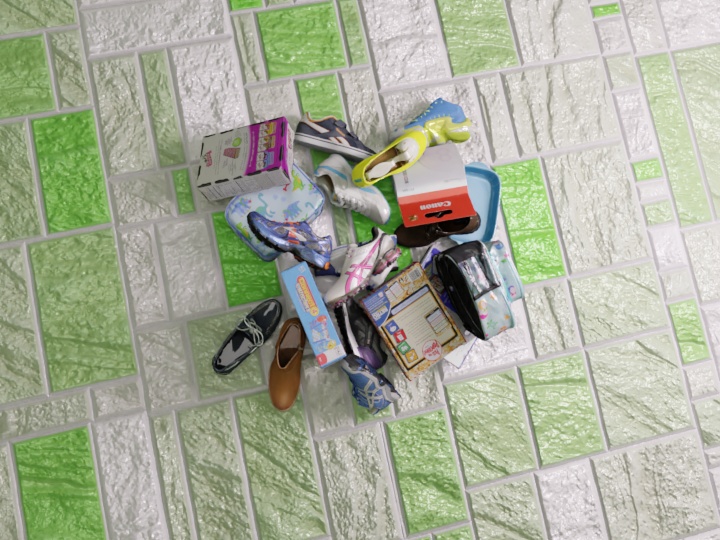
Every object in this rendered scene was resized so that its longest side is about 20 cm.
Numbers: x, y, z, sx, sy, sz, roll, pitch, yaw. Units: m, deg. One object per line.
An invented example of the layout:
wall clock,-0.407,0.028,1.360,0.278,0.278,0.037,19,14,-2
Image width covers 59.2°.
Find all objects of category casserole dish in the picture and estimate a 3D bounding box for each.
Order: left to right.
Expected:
casserole dish,0.254,-0.145,1.449,0.119,0.039,0.204,10,81,-5

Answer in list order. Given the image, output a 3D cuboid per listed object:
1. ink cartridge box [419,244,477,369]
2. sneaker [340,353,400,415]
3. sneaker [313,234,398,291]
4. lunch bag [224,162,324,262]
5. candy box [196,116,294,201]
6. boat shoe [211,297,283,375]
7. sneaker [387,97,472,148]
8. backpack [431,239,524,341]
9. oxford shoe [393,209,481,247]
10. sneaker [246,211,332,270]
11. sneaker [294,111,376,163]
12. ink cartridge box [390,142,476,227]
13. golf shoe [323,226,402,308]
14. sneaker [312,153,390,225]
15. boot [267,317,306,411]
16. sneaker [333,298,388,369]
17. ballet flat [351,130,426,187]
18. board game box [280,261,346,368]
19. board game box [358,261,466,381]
ink cartridge box,0.185,0.081,1.410,0.198,0.043,0.200,35,81,-1
sneaker,0.013,0.242,1.314,0.077,0.076,0.200,-43,133,-1
sneaker,0.001,0.000,1.382,0.196,0.081,0.117,-15,83,-9
lunch bag,-0.187,-0.136,1.377,0.161,0.082,0.200,43,81,-1
candy box,-0.241,-0.234,1.338,0.196,0.061,0.139,-9,60,15
boat shoe,-0.240,0.138,1.347,0.200,0.062,0.075,-43,87,-10
sneaker,0.154,-0.335,1.454,0.196,0.076,0.107,-5,65,-6
backpack,0.251,0.038,1.315,0.148,0.178,0.203,-20,90,-4
oxford shoe,0.158,-0.100,1.386,0.197,0.084,0.074,-16,83,21
sneaker,-0.143,-0.073,1.306,0.198,0.075,0.080,28,77,-20
sneaker,-0.047,-0.297,1.414,0.196,0.078,0.081,18,87,-2
ink cartridge box,0.153,-0.190,1.377,0.159,0.058,0.202,-10,42,-1
golf shoe,-0.010,-0.004,1.315,0.199,0.073,0.092,-42,90,-18
sneaker,-0.019,-0.164,1.395,0.199,0.077,0.081,42,60,9
boot,-0.154,0.197,1.301,0.072,0.155,0.204,6,86,-5
sneaker,0.001,0.120,1.380,0.086,0.076,0.204,-16,92,-17
ballet flat,0.071,-0.236,1.353,0.198,0.067,0.068,-32,105,-13
board game box,-0.093,0.092,1.300,0.055,0.196,0.203,-23,86,-4
board game box,0.110,0.107,1.344,0.150,0.046,0.202,-32,95,-6
